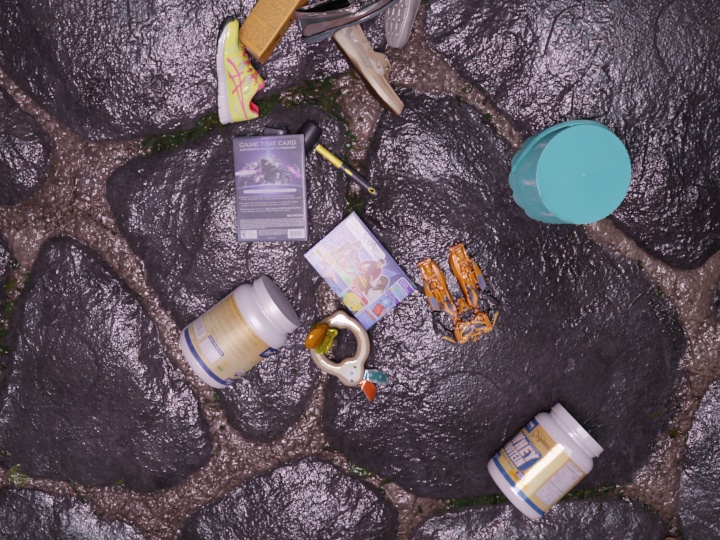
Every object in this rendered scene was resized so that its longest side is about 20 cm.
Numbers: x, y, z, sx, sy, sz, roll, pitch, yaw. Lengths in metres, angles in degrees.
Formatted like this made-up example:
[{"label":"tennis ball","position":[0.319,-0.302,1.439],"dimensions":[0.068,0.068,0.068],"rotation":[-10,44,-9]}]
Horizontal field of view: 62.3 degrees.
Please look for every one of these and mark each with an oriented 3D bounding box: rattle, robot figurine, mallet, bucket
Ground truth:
[{"label":"rattle","position":[-0.020,0.183,1.175],"dimensions":[0.129,0.143,0.201],"rotation":[-30,92,-13]},{"label":"robot figurine","position":[0.197,0.056,1.196],"dimensions":[0.144,0.058,0.202],"rotation":[-25,97,4]},{"label":"mallet","position":[-0.051,-0.203,1.170],"dimensions":[0.066,0.041,0.200],"rotation":[-44,100,6]},{"label":"bucket","position":[0.397,-0.182,1.127],"dimensions":[0.204,0.135,0.210],"rotation":[0,98,-2]}]

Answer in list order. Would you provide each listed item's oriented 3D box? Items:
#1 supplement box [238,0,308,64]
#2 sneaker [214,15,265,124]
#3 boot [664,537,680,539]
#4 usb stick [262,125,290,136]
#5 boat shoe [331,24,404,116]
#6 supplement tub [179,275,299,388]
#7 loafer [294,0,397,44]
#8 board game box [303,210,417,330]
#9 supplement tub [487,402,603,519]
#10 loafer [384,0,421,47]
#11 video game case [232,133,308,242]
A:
[{"label":"supplement box","position":[-0.151,-0.491,1.111],"dimensions":[0.068,0.067,0.201],"rotation":[34,96,-5]},{"label":"sneaker","position":[-0.221,-0.367,1.101],"dimensions":[0.089,0.079,0.201],"rotation":[1,134,-8]},{"label":"boot","position":[0.744,0.637,1.283],"dimensions":[0.153,0.074,0.202],"rotation":[-18,110,3]},{"label":"usb stick","position":[-0.175,-0.182,1.170],"dimensions":[0.055,0.033,0.203],"rotation":[8,98,0]},{"label":"boat shoe","position":[0.026,-0.386,1.127],"dimensions":[0.065,0.072,0.201],"rotation":[-37,90,2]},{"label":"supplement tub","position":[-0.231,0.117,1.156],"dimensions":[0.199,0.144,0.145],"rotation":[-36,97,5]},{"label":"loafer","position":[-0.026,-0.478,1.077],"dimensions":[0.198,0.072,0.063],"rotation":[-21,130,13]},{"label":"board game box","position":[0.000,0.000,1.197],"dimensions":[0.135,0.034,0.201],"rotation":[-39,97,4]},{"label":"supplement tub","position":[0.372,0.381,1.202],"dimensions":[0.145,0.145,0.200],"rotation":[44,95,-6]},{"label":"loafer","position":[0.094,-0.518,1.109],"dimensions":[0.069,0.070,0.202],"rotation":[-6,119,-40]},{"label":"video game case","position":[-0.173,-0.157,1.148],"dimensions":[0.141,0.019,0.203],"rotation":[-1,96,8]}]
